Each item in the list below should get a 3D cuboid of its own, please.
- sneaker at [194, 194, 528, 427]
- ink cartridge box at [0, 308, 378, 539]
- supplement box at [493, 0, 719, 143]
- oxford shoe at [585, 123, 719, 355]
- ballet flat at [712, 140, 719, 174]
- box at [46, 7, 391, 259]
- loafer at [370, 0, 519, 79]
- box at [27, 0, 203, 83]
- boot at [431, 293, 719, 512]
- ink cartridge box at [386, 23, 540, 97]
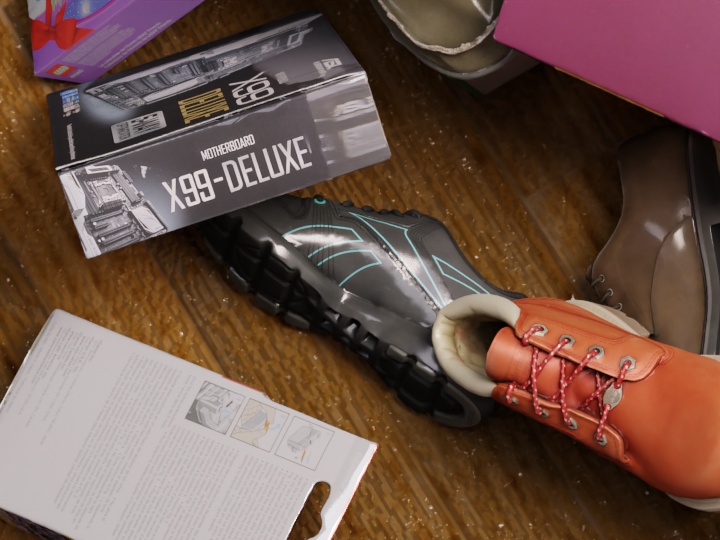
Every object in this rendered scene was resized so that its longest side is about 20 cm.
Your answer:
[{"bbox_3d":[0.000,0.000,1.513,0.200,0.075,0.079,36,68,5],"label":"sneaker"},{"bbox_3d":[-0.093,0.106,1.465,0.200,0.050,0.109,21,74,23],"label":"ink cartridge box"},{"bbox_3d":[0.169,-0.155,1.392,0.131,0.200,0.103,27,118,15],"label":"supplement box"},{"bbox_3d":[0.162,0.022,1.498,0.084,0.073,0.201,-8,70,21],"label":"oxford shoe"},{"bbox_3d":[0.214,-0.097,1.490,0.062,0.068,0.200,34,36,10],"label":"ballet flat"},{"bbox_3d":[-0.077,-0.074,1.472,0.157,0.200,0.050,-18,106,-2],"label":"box"},{"bbox_3d":[0.011,-0.178,1.412,0.075,0.070,0.200,-39,70,11],"label":"loafer"},{"bbox_3d":[-0.114,-0.200,1.523,0.039,0.200,0.137,7,67,-37],"label":"box"},{"bbox_3d":[0.117,0.061,1.397,0.200,0.107,0.075,26,100,53],"label":"boot"},{"bbox_3d":[0.032,-0.208,1.526,0.083,0.147,0.200,-30,71,14],"label":"ink cartridge box"}]
